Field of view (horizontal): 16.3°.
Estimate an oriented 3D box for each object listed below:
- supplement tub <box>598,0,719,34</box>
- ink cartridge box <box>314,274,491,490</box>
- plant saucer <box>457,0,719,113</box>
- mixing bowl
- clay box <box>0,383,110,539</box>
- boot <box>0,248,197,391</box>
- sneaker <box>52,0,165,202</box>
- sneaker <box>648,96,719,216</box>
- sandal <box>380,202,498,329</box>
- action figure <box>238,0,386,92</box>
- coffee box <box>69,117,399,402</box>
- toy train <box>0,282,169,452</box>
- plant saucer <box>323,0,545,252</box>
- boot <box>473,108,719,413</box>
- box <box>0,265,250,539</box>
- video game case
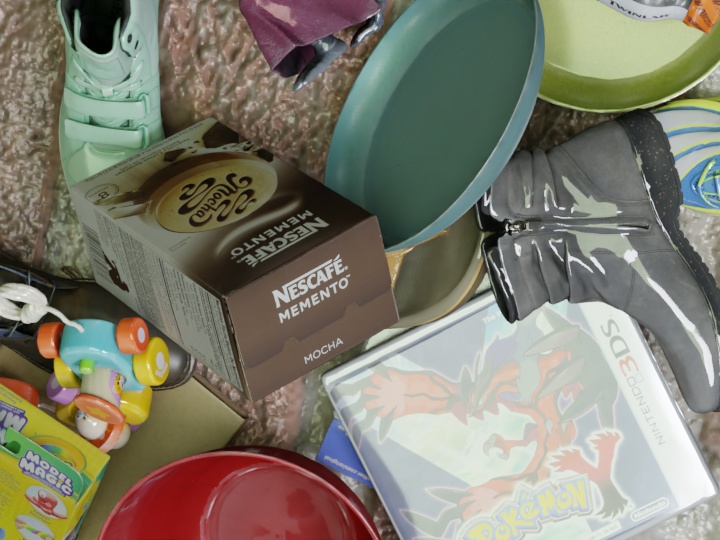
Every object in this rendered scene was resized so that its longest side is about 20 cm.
[{"bbox_3d":[0.146,-0.231,1.519,0.199,0.123,0.123,29,100,5],"label":"supplement tub"},{"bbox_3d":[0.063,0.057,1.636,0.119,0.042,0.201,25,97,4],"label":"ink cartridge box"},{"bbox_3d":[0.158,-0.201,1.597,0.198,0.031,0.202,1,96,9],"label":"plant saucer"},{"bbox_3d":[-0.064,0.193,1.627,0.199,0.108,0.202,3,107,11],"label":"mixing bowl"},{"bbox_3d":[-0.230,0.137,1.602,0.115,0.048,0.200,33,142,3],"label":"clay box"},{"bbox_3d":[-0.207,0.035,1.622,0.199,0.097,0.075,20,98,8],"label":"boot"},{"bbox_3d":[-0.169,-0.113,1.611,0.073,0.118,0.202,2,98,7],"label":"sneaker"},{"bbox_3d":[0.257,-0.066,1.560,0.198,0.105,0.076,5,97,7],"label":"sneaker"},{"bbox_3d":[0.000,0.000,1.599,0.199,0.054,0.081,-16,73,31],"label":"sandal"},{"bbox_3d":[-0.067,-0.218,1.577,0.149,0.134,0.200,-37,93,10],"label":"action figure"},{"bbox_3d":[-0.080,-0.011,1.551,0.113,0.200,0.080,-28,124,-23],"label":"coffee box"},{"bbox_3d":[-0.202,0.078,1.594,0.149,0.200,0.056,14,64,-14],"label":"toy train"},{"bbox_3d":[0.050,-0.097,1.548,0.027,0.200,0.201,28,102,-28],"label":"plant saucer"},{"bbox_3d":[0.145,0.010,1.548,0.131,0.070,0.201,-20,89,-13],"label":"boot"},{"bbox_3d":[-0.196,0.125,1.690,0.163,0.021,0.200,39,100,3],"label":"box"},{"bbox_3d":[0.101,0.104,1.606,0.199,0.023,0.183,-27,93,9],"label":"video game case"}]
